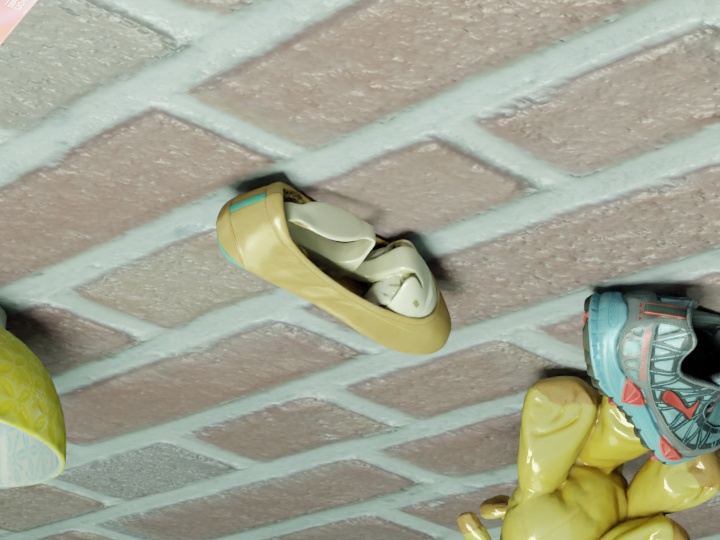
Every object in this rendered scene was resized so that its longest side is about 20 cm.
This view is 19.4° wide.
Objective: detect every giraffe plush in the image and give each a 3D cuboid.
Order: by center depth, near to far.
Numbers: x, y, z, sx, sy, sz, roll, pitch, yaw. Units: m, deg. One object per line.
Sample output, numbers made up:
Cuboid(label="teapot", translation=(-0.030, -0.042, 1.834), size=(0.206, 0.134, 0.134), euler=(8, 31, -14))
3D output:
Cuboid(label="giraffe plush", translation=(0.166, 0.173, 1.588), size=(0.172, 0.201, 0.162), euler=(37, -178, 2))

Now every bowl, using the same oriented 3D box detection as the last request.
Cuboid(label="bowl", translation=(-0.303, 0.076, 1.519), size=(0.198, 0.109, 0.200), euler=(5, 157, 2))

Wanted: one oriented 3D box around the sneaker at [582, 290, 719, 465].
Cuboid(label="sneaker", translation=(0.224, 0.075, 1.417), size=(0.095, 0.080, 0.200), euler=(-9, 153, 28))

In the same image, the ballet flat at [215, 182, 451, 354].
Cuboid(label="ballet flat", translation=(0.000, 0.000, 1.318), size=(0.199, 0.069, 0.063), euler=(23, 138, -38))

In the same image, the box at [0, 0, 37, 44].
Cuboid(label="box", translation=(-0.195, -0.148, 0.935), size=(0.094, 0.103, 0.200), euler=(26, 147, -21))
